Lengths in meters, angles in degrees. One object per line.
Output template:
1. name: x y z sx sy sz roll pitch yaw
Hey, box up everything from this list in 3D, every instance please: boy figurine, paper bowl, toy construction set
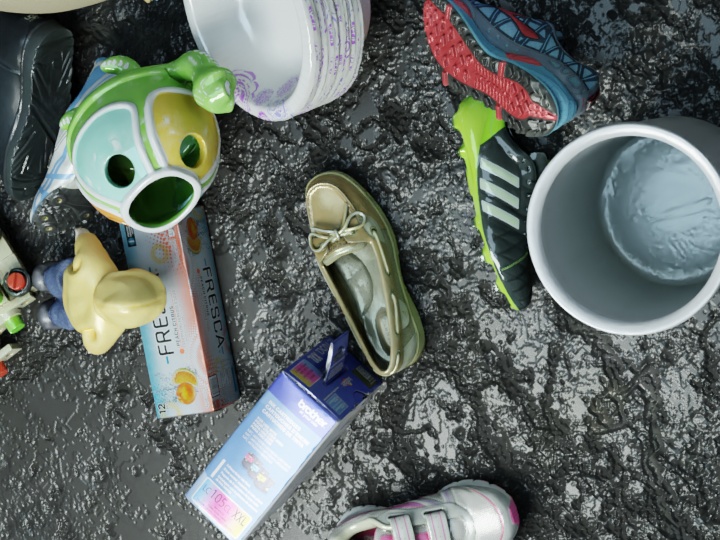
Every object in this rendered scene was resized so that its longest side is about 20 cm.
1. boy figurine: -0.256 0.019 1.744 0.199 0.064 0.125 -3 97 56
2. paper bowl: -0.068 -0.245 1.632 0.200 0.104 0.202 33 135 40
3. toy construction set: -0.406 0.014 1.841 0.131 0.092 0.201 -33 93 -2

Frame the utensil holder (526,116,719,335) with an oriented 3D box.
1. utensil holder: 0.247 -0.047 1.511 0.169 0.200 0.171 4 100 21

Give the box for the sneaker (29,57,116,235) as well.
1. sneaker: -0.275 -0.121 1.789 0.201 0.072 0.073 -57 45 25

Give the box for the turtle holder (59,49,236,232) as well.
1. turtle holder: -0.184 -0.118 1.682 0.185 0.141 0.132 -26 50 4

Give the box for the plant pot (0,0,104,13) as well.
1. plant pot: -0.281 -0.326 1.705 0.134 0.200 0.201 19 108 -19

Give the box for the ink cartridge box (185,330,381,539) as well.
1. ink cartridge box: -0.062 0.148 1.699 0.076 0.136 0.200 42 111 5

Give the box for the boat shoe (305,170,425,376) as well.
1. boat shoe: -0.002 0.002 1.692 0.073 0.063 0.202 -20 90 23

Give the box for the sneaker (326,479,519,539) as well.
1. sneaker: 0.054 0.256 1.695 0.199 0.088 0.082 -18 91 23

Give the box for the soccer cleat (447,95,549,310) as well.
1. soccer cleat: 0.138 -0.065 1.628 0.080 0.068 0.201 -13 93 10

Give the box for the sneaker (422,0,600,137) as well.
1. sneaker: 0.135 -0.191 1.608 0.200 0.095 0.080 46 143 32

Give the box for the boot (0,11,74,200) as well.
1. boot: -0.370 -0.192 1.807 0.168 0.076 0.201 32 126 29

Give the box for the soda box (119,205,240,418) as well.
1. soda box: -0.177 0.041 1.769 0.068 0.064 0.202 -8 94 23

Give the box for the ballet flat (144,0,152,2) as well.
1. ballet flat: -0.186 -0.334 1.664 0.063 0.201 0.069 22 148 -9
